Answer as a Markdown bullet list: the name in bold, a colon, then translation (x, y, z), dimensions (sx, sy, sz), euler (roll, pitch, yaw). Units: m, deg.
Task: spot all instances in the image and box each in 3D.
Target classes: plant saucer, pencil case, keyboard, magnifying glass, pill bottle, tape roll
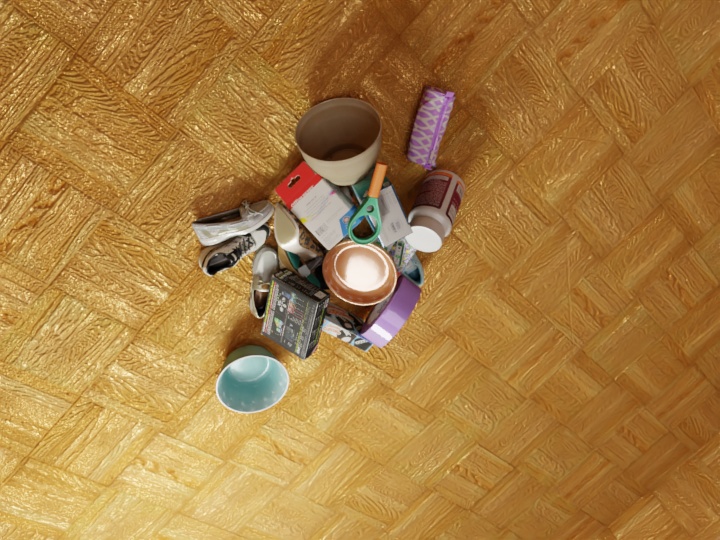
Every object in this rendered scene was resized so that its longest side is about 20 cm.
- **plant saucer**: translation (0.000, 0.000, 1.626), dimensions (0.200, 0.037, 0.200), euler (6, 122, 10)
- **pencil case**: translation (0.174, -0.354, 1.539), dimensions (0.084, 0.086, 0.200), euler (3, 117, -19)
- **keyboard**: translation (-0.021, 0.034, 1.687), dimensions (0.200, 0.021, 0.127), euler (-1, 121, 16)
- **magnifying glass**: translation (0.024, -0.149, 1.407), dimensions (0.079, 0.022, 0.200), euler (6, 116, -20)
- **pill bottle**: translation (0.189, -0.151, 1.582), dimensions (0.114, 0.200, 0.114), euler (17, 146, 12)
- **tape roll**: translation (0.083, 0.111, 1.704), dimensions (0.066, 0.200, 0.200), euler (36, 104, -6)

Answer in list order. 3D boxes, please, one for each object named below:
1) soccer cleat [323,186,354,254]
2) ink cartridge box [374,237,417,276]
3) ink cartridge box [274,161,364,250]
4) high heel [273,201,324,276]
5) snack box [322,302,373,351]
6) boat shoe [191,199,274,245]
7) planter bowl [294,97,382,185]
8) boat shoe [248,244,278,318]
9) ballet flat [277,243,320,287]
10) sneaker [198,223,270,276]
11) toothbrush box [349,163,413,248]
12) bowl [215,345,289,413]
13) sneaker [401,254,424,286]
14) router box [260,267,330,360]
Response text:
- **soccer cleat**: translation (-0.057, -0.121, 1.609), dimensions (0.077, 0.069, 0.200), euler (-4, 123, -13)
- **ink cartridge box**: translation (0.073, -0.036, 1.660), dimensions (0.109, 0.050, 0.200), euler (34, 122, 3)
- **ink cartridge box**: translation (-0.101, -0.164, 1.531), dimensions (0.116, 0.067, 0.200), euler (-41, 96, 19)
- **high heel**: translation (-0.157, -0.093, 1.588), dimensions (0.071, 0.143, 0.200), euler (-18, 104, 19)
- **snack box**: translation (-0.061, 0.144, 1.728), dimensions (0.200, 0.116, 0.037), euler (30, 109, -30)
- **boat shoe**: translation (-0.309, -0.127, 1.517), dimensions (0.202, 0.074, 0.065), euler (-20, 128, 2)
- **planter bowl**: translation (-0.042, -0.287, 1.457), dimensions (0.200, 0.200, 0.135), euler (-23, 148, -5)
- **boat shoe**: translation (-0.251, 0.032, 1.629), dimensions (0.075, 0.068, 0.200), euler (1, 118, -19)
- **ballet flat**: translation (-0.179, -0.006, 1.637), dimensions (0.063, 0.069, 0.200), euler (-20, 124, 19)
- **sneaker**: translation (-0.309, -0.048, 1.553), dimensions (0.200, 0.088, 0.076), euler (-32, 122, 0)
- **toothbrush box**: translation (0.040, -0.173, 1.530), dimensions (0.085, 0.200, 0.147), euler (-28, 123, -1)
- **bowl**: translation (-0.308, 0.290, 1.738), dimensions (0.200, 0.105, 0.201), euler (-8, 120, -14)
- **sneaker**: translation (0.126, -0.035, 1.708), dimensions (0.074, 0.082, 0.200), euler (-38, 123, 4)
- **router box**: translation (-0.171, 0.114, 1.610), dimensions (0.062, 0.150, 0.200), euler (-37, 150, -51)
